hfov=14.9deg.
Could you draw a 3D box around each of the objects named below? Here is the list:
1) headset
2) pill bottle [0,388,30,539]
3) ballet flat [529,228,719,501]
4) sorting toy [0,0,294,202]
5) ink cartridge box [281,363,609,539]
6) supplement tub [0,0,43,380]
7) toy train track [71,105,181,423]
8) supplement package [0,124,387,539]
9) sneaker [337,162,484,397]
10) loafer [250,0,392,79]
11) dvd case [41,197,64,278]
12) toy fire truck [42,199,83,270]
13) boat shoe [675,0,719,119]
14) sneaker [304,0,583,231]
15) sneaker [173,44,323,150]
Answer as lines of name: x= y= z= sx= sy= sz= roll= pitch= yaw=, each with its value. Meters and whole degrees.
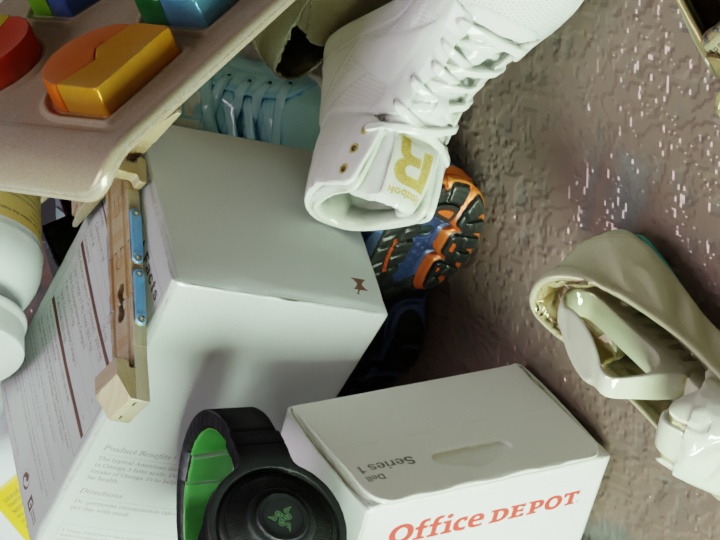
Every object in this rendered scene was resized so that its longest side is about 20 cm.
headset: x=-0.033 y=0.148 z=1.270 sx=0.200 sy=0.094 sz=0.124 roll=-115 pitch=30 yaw=-48
pill bottle: x=-0.172 y=0.133 z=1.554 sx=0.200 sy=0.112 sz=0.112 roll=51 pitch=146 yaw=-7
ballet flat: x=0.143 y=0.057 z=1.227 sx=0.200 sy=0.069 sz=0.070 roll=48 pitch=135 yaw=40
sorting toy: x=-0.130 y=-0.116 z=1.335 sx=0.185 sy=0.200 sz=0.037 roll=8 pitch=137 yaw=42
ink cartridge box: x=0.022 y=0.154 z=1.364 sx=0.084 sy=0.146 sz=0.200 roll=48 pitch=134 yaw=40
supplement tub: x=-0.238 y=-0.046 z=1.436 sx=0.144 sy=0.144 sz=0.200 roll=-39 pitch=50 yaw=54
toy train track: x=-0.124 y=-0.023 z=1.319 sx=0.115 sy=0.032 sz=0.200 roll=-42 pitch=45 yaw=47
supplement package: x=-0.089 y=0.041 z=1.397 sx=0.200 sy=0.117 sz=0.117 roll=-58 pitch=34 yaw=36
sneaker: x=0.000 y=0.000 z=1.439 sx=0.200 sy=0.075 sz=0.079 roll=-56 pitch=44 yaw=37
loafer: x=0.002 y=-0.152 z=1.386 sx=0.200 sy=0.076 sz=0.068 roll=-28 pitch=81 yaw=58
dvd case: x=-0.167 y=-0.061 z=1.712 sx=0.146 sy=0.022 sz=0.200 roll=-33 pitch=69 yaw=55
toy fire truck: x=-0.155 y=-0.032 z=1.568 sx=0.176 sy=0.128 sz=0.200 roll=76 pitch=168 yaw=-51
boat shoe: x=0.156 y=-0.120 z=1.163 sx=0.073 sy=0.063 sz=0.200 roll=-46 pitch=61 yaw=51
sneaker: x=0.042 y=-0.082 z=1.295 sx=0.200 sy=0.074 sz=0.116 roll=-33 pitch=41 yaw=53
sneaker: x=-0.074 y=-0.085 z=1.506 sx=0.200 sy=0.082 sz=0.074 roll=24 pitch=118 yaw=52
